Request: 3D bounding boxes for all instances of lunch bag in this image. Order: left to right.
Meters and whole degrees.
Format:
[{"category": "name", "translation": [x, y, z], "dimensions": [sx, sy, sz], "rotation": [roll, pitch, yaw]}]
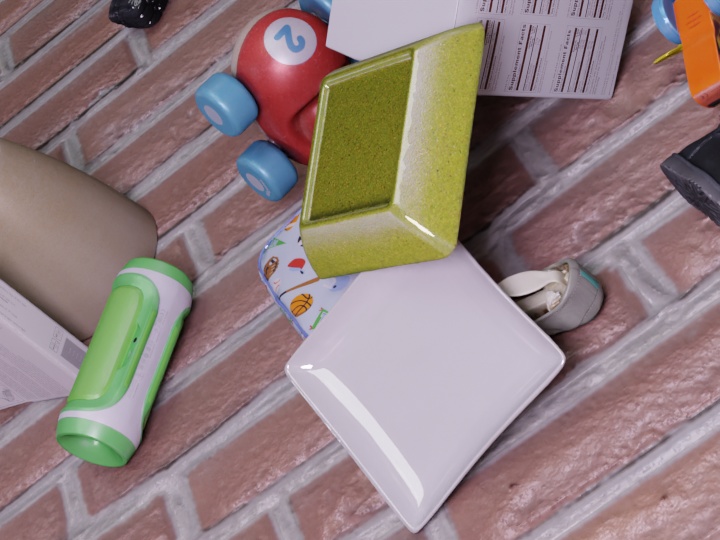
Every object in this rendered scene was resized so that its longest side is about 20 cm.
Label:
[{"category": "lunch bag", "translation": [0.000, 0.000, 1.525], "dimensions": [0.160, 0.076, 0.200], "rotation": [-42, 39, 1]}]

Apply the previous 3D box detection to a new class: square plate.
[{"category": "square plate", "translation": [0.052, 0.079, 1.380], "dimensions": [0.200, 0.028, 0.198], "rotation": [-51, 59, 17]}]

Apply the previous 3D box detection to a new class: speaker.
[{"category": "speaker", "translation": [-0.232, 0.089, 1.641], "dimensions": [0.088, 0.088, 0.201], "rotation": [-5, 54, 38]}]

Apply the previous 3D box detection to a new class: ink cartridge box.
[{"category": "ink cartridge box", "translation": [-0.396, 0.072, 1.706], "dimensions": [0.176, 0.200, 0.045], "rotation": [-12, 49, 33]}]

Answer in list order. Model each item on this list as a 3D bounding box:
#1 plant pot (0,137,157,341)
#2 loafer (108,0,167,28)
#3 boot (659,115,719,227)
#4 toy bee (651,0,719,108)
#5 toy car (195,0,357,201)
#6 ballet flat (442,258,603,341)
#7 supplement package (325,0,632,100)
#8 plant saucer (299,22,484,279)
[{"category": "plant pot", "translation": [-0.353, -0.049, 1.771], "dimensions": [0.187, 0.200, 0.188], "rotation": [-23, 46, 25]}, {"category": "loafer", "translation": [-0.260, -0.394, 2.080], "dimensions": [0.070, 0.068, 0.201], "rotation": [8, 66, 34]}, {"category": "boot", "translation": [0.347, -0.119, 1.312], "dimensions": [0.200, 0.066, 0.165], "rotation": [-39, 25, 4]}, {"category": "toy bee", "translation": [0.313, -0.234, 1.438], "dimensions": [0.131, 0.108, 0.201], "rotation": [-3, 83, 48]}, {"category": "toy car", "translation": [-0.018, -0.161, 1.599], "dimensions": [0.184, 0.177, 0.200], "rotation": [-47, 42, -18]}, {"category": "ballet flat", "translation": [0.108, 0.040, 1.404], "dimensions": [0.200, 0.064, 0.068], "rotation": [-24, 44, 24]}, {"category": "supplement package", "translation": [0.109, -0.248, 1.506], "dimensions": [0.191, 0.199, 0.148], "rotation": [31, 116, 50]}, {"category": "plant saucer", "translation": [0.014, -0.103, 1.392], "dimensions": [0.200, 0.048, 0.201], "rotation": [-10, 68, 54]}]
